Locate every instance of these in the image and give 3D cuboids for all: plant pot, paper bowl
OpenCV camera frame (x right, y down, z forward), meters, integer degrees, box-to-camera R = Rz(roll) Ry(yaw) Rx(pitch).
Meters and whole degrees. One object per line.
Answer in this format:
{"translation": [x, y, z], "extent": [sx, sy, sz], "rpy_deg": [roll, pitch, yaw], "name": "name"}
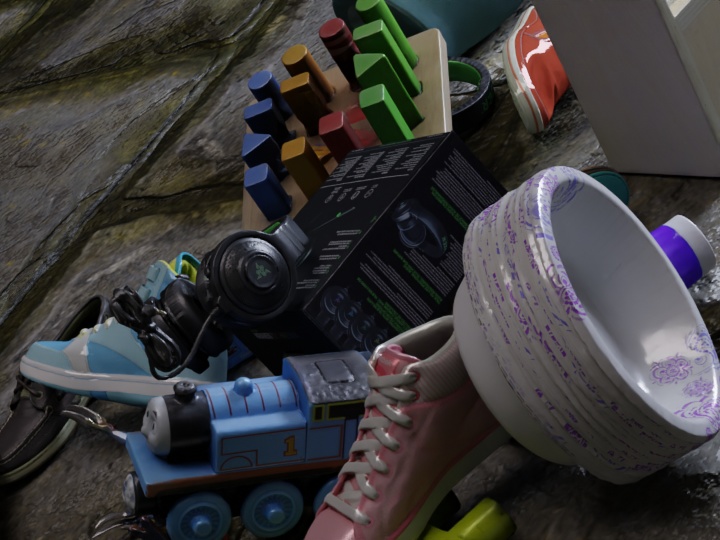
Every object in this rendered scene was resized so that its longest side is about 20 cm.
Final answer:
{"translation": [0.075, -0.301, 1.923], "extent": [0.200, 0.200, 0.188], "rpy_deg": [9, 61, 51], "name": "plant pot"}
{"translation": [0.137, 0.043, 1.252], "extent": [0.104, 0.201, 0.201], "rpy_deg": [-35, 22, 27], "name": "paper bowl"}

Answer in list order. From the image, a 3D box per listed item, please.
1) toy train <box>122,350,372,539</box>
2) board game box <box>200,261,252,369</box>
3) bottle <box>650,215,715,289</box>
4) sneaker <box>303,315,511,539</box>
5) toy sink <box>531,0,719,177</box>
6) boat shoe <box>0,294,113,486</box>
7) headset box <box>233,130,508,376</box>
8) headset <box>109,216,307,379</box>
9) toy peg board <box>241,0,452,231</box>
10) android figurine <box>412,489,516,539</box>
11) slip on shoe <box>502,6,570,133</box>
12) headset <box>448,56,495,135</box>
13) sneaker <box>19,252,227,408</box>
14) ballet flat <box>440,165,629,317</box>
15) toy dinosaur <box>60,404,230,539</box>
{"translation": [-0.067, 0.122, 1.360], "extent": [0.199, 0.115, 0.087], "rpy_deg": [-5, 26, -17], "name": "toy train"}
{"translation": [-0.068, 0.002, 1.702], "extent": [0.199, 0.037, 0.151], "rpy_deg": [-32, 27, -1], "name": "board game box"}
{"translation": [0.162, 0.035, 1.386], "extent": [0.200, 0.065, 0.084], "rpy_deg": [-35, 30, -9], "name": "bottle"}
{"translation": [0.017, 0.111, 1.270], "extent": [0.200, 0.105, 0.075], "rpy_deg": [-43, 30, -14], "name": "sneaker"}
{"translation": [0.238, -0.186, 1.539], "extent": [0.130, 0.200, 0.112], "rpy_deg": [6, 44, 50], "name": "toy sink"}
{"translation": [-0.272, 0.102, 1.703], "extent": [0.073, 0.065, 0.200], "rpy_deg": [-3, 39, 39], "name": "boat shoe"}
{"translation": [0.000, 0.000, 1.512], "extent": [0.200, 0.093, 0.174], "rpy_deg": [-51, 19, -20], "name": "headset box"}
{"translation": [-0.113, 0.014, 1.407], "extent": [0.123, 0.094, 0.200], "rpy_deg": [-36, 9, 29], "name": "headset"}
{"translation": [-0.030, -0.141, 1.716], "extent": [0.198, 0.098, 0.201], "rpy_deg": [-19, 41, 17], "name": "toy peg board"}
{"translation": [0.006, 0.215, 1.262], "extent": [0.200, 0.041, 0.182], "rpy_deg": [-42, 30, -23], "name": "android figurine"}
{"translation": [0.169, -0.189, 1.758], "extent": [0.061, 0.074, 0.200], "rpy_deg": [-14, 26, 22], "name": "slip on shoe"}
{"translation": [0.030, -0.145, 1.842], "extent": [0.199, 0.094, 0.124], "rpy_deg": [-5, 34, 14], "name": "headset"}
{"translation": [-0.188, 0.046, 1.619], "extent": [0.199, 0.079, 0.131], "rpy_deg": [7, 84, 26], "name": "sneaker"}
{"translation": [0.126, -0.013, 1.506], "extent": [0.200, 0.068, 0.067], "rpy_deg": [-42, 21, -26], "name": "ballet flat"}
{"translation": [-0.140, 0.176, 1.480], "extent": [0.199, 0.105, 0.182], "rpy_deg": [15, 30, 9], "name": "toy dinosaur"}
